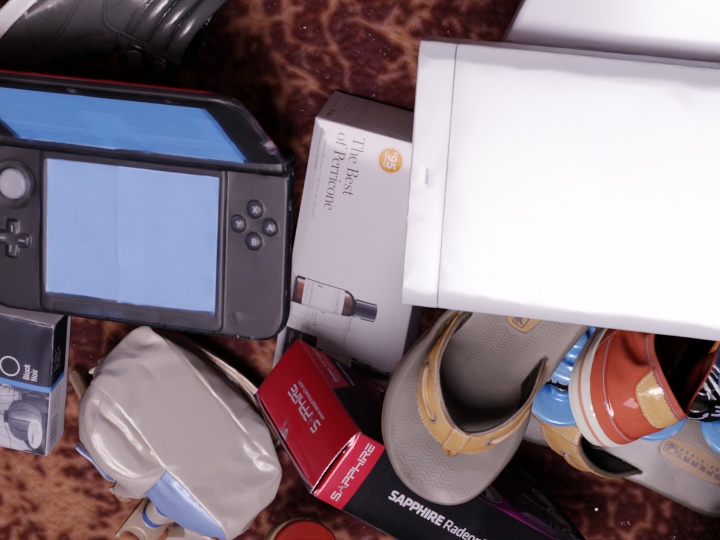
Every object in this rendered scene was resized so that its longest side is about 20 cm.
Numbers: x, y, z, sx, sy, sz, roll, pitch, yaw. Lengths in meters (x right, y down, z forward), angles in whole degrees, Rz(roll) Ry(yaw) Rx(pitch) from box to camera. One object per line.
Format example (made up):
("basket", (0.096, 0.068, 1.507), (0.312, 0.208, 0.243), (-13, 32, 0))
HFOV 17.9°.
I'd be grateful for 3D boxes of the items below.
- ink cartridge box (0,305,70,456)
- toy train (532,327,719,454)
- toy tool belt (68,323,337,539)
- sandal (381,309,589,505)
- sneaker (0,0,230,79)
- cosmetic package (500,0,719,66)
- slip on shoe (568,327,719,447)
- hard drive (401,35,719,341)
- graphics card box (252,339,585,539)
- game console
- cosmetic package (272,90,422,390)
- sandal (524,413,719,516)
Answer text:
("ink cartridge box", (-0.289, 0.052, 1.496), (0.198, 0.039, 0.100), (12, 117, 10))
("toy train", (0.175, 0.035, 1.318), (0.198, 0.115, 0.087), (10, 153, 2))
("toy tool belt", (-0.103, 0.129, 1.453), (0.200, 0.125, 0.123), (46, 159, -7))
("sandal", (0.068, 0.058, 1.195), (0.081, 0.055, 0.200), (31, 130, -7))
("sneaker", (-0.156, -0.136, 1.355), (0.200, 0.071, 0.099), (-40, 94, 22))
("cosmetic package", (0.153, -0.142, 1.198), (0.122, 0.200, 0.200), (27, 117, 1))
("slip on shoe", (0.174, 0.017, 1.224), (0.061, 0.200, 0.074), (-11, 121, 37))
("hard drive", (0.123, -0.038, 1.111), (0.198, 0.027, 0.133), (6, 103, 10))
("graphics card box", (0.041, 0.125, 1.350), (0.199, 0.126, 0.051), (32, 100, -28))
("game console", (-0.148, -0.038, 1.335), (0.198, 0.119, 0.174), (7, 107, 15))
("cosmetic package", (0.000, 0.000, 1.388), (0.082, 0.051, 0.202), (14, 117, 8))
("sandal", (0.151, 0.098, 1.380), (0.199, 0.055, 0.082), (29, 118, 1))
